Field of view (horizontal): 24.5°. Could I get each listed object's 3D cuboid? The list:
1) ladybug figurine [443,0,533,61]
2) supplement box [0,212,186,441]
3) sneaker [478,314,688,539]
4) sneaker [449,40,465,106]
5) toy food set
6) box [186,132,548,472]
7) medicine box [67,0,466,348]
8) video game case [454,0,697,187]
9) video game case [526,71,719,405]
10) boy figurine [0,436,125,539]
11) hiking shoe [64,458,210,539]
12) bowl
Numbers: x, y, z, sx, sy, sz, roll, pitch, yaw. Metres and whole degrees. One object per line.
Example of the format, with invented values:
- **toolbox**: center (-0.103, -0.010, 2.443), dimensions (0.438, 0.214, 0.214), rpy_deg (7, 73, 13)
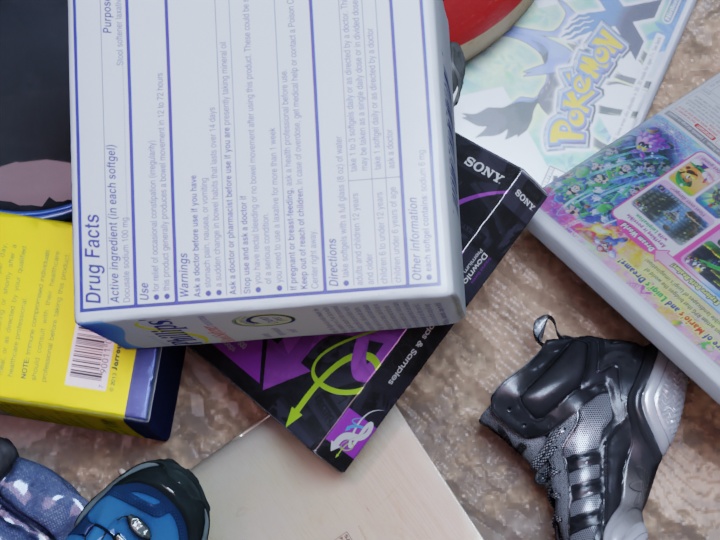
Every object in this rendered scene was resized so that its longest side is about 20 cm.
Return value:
- **ladybug figurine**: center (0.037, -0.195, 1.022), dimensions (0.200, 0.072, 0.136), rpy_deg (-41, 75, -10)
- **supplement box**: center (-0.207, 0.029, 0.987), dimensions (0.198, 0.109, 0.110), rpy_deg (9, 79, 1)
- **sneaker**: center (0.119, 0.126, 0.992), dimensions (0.113, 0.076, 0.201), rpy_deg (19, 74, 4)
- **sneaker**: center (-0.029, -0.090, 0.982), dimensions (0.199, 0.079, 0.074), rpy_deg (-20, 48, 24)
- **toy food set**: center (-0.007, 0.167, 0.981), dimensions (0.143, 0.060, 0.201), rpy_deg (-34, 73, -1)
- **box**: center (0.000, 0.000, 0.980), dimensions (0.200, 0.036, 0.143), rpy_deg (-52, 46, -4)
- **medicine box**: center (-0.050, -0.060, 0.887), dimensions (0.198, 0.103, 0.184), rpy_deg (-4, 79, 6)
- **video game case**: center (0.108, -0.152, 1.067), dimensions (0.181, 0.022, 0.201), rpy_deg (24, 80, 4)
- **video game case**: center (0.225, -0.021, 0.984), dimensions (0.181, 0.024, 0.200), rpy_deg (-32, 57, -19)
- **boy figurine**: center (-0.153, 0.186, 0.982), dimensions (0.199, 0.064, 0.125), rpy_deg (33, 78, 8)
- **hiking shoe**: center (-0.155, 0.189, 0.904), dimensions (0.074, 0.087, 0.200), rpy_deg (41, 105, 1)
- **bowl**: center (-0.211, -0.121, 1.044), dimensions (0.199, 0.039, 0.202), rpy_deg (1, 75, -2)
